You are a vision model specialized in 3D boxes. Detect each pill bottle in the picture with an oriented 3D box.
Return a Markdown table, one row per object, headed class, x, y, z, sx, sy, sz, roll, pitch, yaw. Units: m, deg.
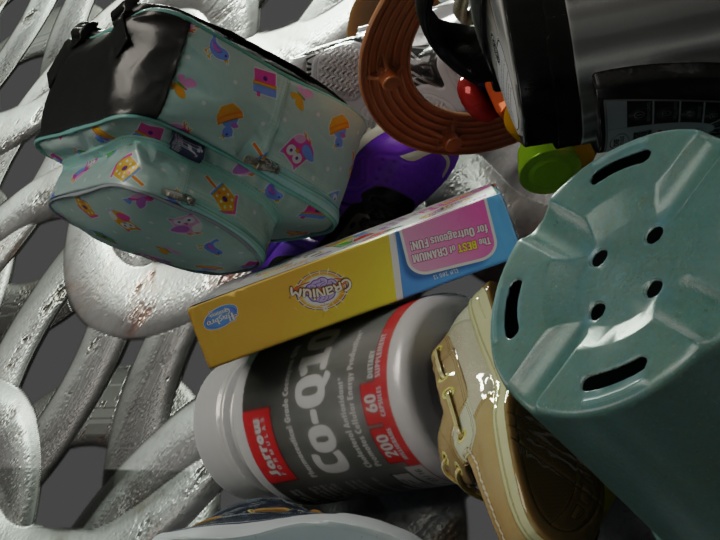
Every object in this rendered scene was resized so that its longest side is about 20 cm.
| class | x | y | z | sx | sy | sz | roll | pitch | yaw |
| --- | --- | --- | --- | --- | --- | --- | --- | --- | --- |
| pill bottle | -0.007 | 0.087 | 1.054 | 0.200 | 0.114 | 0.114 | -16 | 47 | 43 |

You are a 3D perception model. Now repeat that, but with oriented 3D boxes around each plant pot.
| class | x | y | z | sx | sy | sz | roll | pitch | yaw |
| --- | --- | --- | --- | --- | --- | --- | --- | --- | --- |
| plant pot | 0.177 | 0.048 | 0.788 | 0.200 | 0.196 | 0.201 | -31 | 39 | 29 |

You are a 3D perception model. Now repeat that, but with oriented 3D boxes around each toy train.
| class | x | y | z | sx | sy | sz | roll | pitch | yaw |
| --- | --- | --- | --- | --- | --- | --- | --- | --- | --- |
| toy train | 0.102 | -0.096 | 1.018 | 0.085 | 0.200 | 0.116 | -32 | 43 | 25 |

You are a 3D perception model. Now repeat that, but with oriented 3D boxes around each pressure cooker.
| class | x | y | z | sx | sy | sz | roll | pitch | yaw |
| --- | --- | --- | --- | --- | --- | --- | --- | --- | --- |
| pressure cooker | 0.126 | -0.153 | 0.861 | 0.199 | 0.176 | 0.179 | -11 | 29 | 3 |

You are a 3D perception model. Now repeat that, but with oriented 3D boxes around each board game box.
| class | x | y | z | sx | sy | sz | roll | pitch | yaw |
| --- | --- | --- | --- | --- | --- | --- | --- | --- | --- |
| board game box | 0.000 | 0.000 | 1.061 | 0.200 | 0.040 | 0.153 | -20 | 4 | 5 |

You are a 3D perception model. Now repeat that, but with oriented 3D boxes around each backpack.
| class | x | y | z | sx | sy | sz | roll | pitch | yaw |
| --- | --- | --- | --- | --- | --- | --- | --- | --- | --- |
| backpack | -0.104 | -0.079 | 1.141 | 0.176 | 0.200 | 0.154 | -11 | 67 | 56 |

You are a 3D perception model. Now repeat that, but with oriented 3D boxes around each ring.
| class | x | y | z | sx | sy | sz | roll | pitch | yaw |
| --- | --- | --- | --- | --- | --- | --- | --- | --- | --- |
| ring | 0.094 | -0.147 | 1.081 | 0.200 | 0.200 | 0.019 | -41 | 48 | 17 |

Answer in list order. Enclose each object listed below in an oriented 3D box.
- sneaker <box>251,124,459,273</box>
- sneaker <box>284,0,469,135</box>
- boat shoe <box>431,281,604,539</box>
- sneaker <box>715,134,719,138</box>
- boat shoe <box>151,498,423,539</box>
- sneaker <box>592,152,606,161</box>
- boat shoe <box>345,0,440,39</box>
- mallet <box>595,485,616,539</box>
| class | x | y | z | sx | sy | sz | roll | pitch | yaw |
| --- | --- | --- | --- | --- | --- | --- | --- | --- | --- |
| sneaker | 0.000 | -0.025 | 1.206 | 0.200 | 0.069 | 0.100 | -37 | 42 | 29 |
| sneaker | 0.043 | -0.157 | 1.224 | 0.199 | 0.075 | 0.115 | -5 | 31 | 22 |
| boat shoe | 0.077 | 0.089 | 0.891 | 0.066 | 0.074 | 0.200 | -44 | 24 | 23 |
| sneaker | 0.241 | -0.053 | 0.839 | 0.199 | 0.082 | 0.074 | 4 | 64 | 22 |
| boat shoe | -0.031 | 0.168 | 1.006 | 0.200 | 0.091 | 0.071 | -3 | 99 | 27 |
| sneaker | 0.137 | -0.004 | 0.971 | 0.087 | 0.074 | 0.201 | 4 | 79 | 62 |
| boat shoe | 0.031 | -0.211 | 1.347 | 0.070 | 0.070 | 0.200 | 107 | 180 | -57 |
| mallet | 0.155 | 0.101 | 0.920 | 0.200 | 0.066 | 0.041 | -49 | 31 | -22 |
